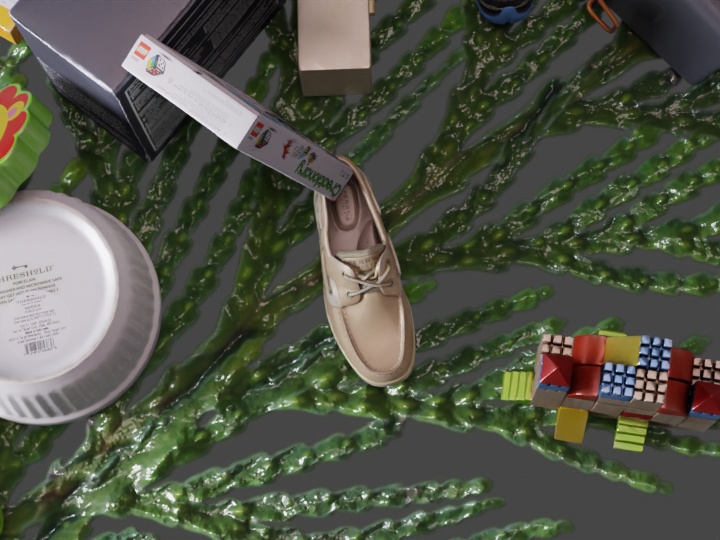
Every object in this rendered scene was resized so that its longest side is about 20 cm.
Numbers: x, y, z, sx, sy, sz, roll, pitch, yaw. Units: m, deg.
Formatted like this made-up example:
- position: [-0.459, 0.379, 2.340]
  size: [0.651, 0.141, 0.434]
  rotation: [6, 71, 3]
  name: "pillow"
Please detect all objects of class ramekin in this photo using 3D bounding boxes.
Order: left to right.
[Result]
- position: [-0.272, 0.026, 1.554]
  size: [0.200, 0.105, 0.201]
  rotation: [0, 78, 1]
  name: "ramekin"

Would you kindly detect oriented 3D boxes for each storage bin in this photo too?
- position: [0.279, -0.236, 1.557]
  size: [0.146, 0.200, 0.134]
  rotation: [-42, 89, -7]
  name: "storage bin"

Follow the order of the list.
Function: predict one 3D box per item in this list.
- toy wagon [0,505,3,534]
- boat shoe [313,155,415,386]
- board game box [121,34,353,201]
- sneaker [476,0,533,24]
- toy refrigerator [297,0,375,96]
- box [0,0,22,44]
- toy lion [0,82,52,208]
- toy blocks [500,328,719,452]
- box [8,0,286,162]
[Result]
- position: [-0.380, 0.207, 1.552]
  size: [0.155, 0.040, 0.200]
  rotation: [-8, 78, 0]
  name: "toy wagon"
- position: [0.000, 0.000, 1.572]
  size: [0.072, 0.065, 0.200]
  rotation: [-12, 78, -1]
  name: "boat shoe"
- position: [-0.095, -0.121, 1.488]
  size: [0.126, 0.200, 0.035]
  rotation: [36, 94, 23]
  name: "board game box"
- position: [0.120, -0.320, 1.629]
  size: [0.071, 0.083, 0.200]
  rotation: [-8, 76, 0]
  name: "sneaker"
- position: [-0.020, -0.261, 1.624]
  size: [0.070, 0.076, 0.200]
  rotation: [-2, 77, 1]
  name: "toy refrigerator"
- position: [-0.310, -0.318, 1.664]
  size: [0.119, 0.041, 0.200]
  rotation: [29, 78, 7]
  name: "box"
- position: [-0.350, -0.078, 1.542]
  size: [0.200, 0.069, 0.192]
  rotation: [-49, 37, -8]
  name: "toy lion"
- position: [0.220, 0.089, 1.510]
  size: [0.200, 0.137, 0.100]
  rotation: [9, 78, 3]
  name: "toy blocks"
- position: [-0.174, -0.226, 1.558]
  size: [0.123, 0.198, 0.200]
  rotation: [37, 81, 9]
  name: "box"
